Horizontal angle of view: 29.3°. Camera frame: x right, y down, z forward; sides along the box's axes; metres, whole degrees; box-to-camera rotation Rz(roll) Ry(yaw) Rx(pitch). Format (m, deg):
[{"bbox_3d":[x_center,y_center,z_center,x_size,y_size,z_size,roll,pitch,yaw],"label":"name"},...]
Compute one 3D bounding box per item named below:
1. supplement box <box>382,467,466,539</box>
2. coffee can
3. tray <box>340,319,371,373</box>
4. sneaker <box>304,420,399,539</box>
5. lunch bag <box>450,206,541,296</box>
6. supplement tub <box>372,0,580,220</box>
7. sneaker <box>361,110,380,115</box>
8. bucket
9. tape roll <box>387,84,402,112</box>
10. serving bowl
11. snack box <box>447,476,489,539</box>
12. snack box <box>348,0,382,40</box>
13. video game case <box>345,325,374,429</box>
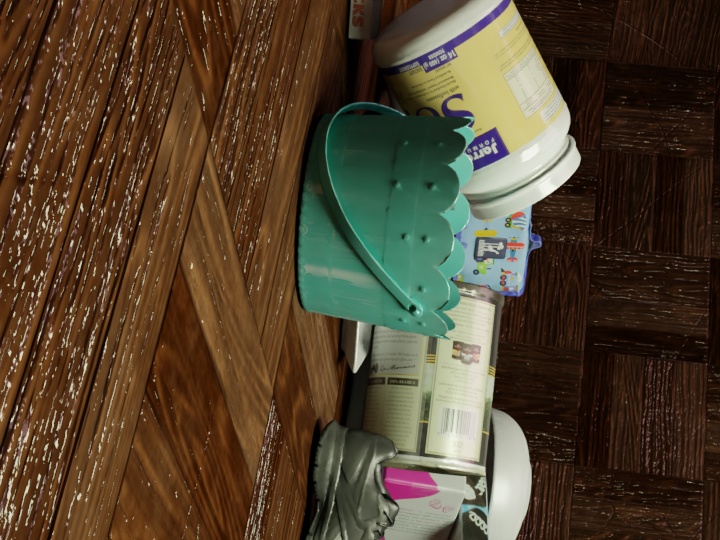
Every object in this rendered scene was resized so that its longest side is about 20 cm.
[{"bbox_3d":[0.063,0.282,1.705,0.201,0.100,0.104,105,-6,-48],"label":"supplement box"},{"bbox_3d":[0.079,0.121,1.540,0.146,0.144,0.203,60,37,-77],"label":"coffee can"},{"bbox_3d":[0.000,0.000,1.478,0.107,0.022,0.203,-52,147,-77],"label":"tray"},{"bbox_3d":[-0.009,0.252,1.349,0.076,0.089,0.203,7,90,-84],"label":"sneaker"},{"bbox_3d":[0.140,-0.046,1.820,0.094,0.197,0.152,-72,165,-59],"label":"lunch bag"},{"bbox_3d":[0.115,-0.166,1.333,0.201,0.144,0.146,59,21,-17],"label":"supplement tub"},{"bbox_3d":[0.042,-0.050,1.390,0.120,0.083,0.203,16,74,-45],"label":"sneaker"},{"bbox_3d":[0.025,-0.045,1.215,0.207,0.133,0.210,6,90,-83],"label":"bucket"},{"bbox_3d":[0.097,-0.165,1.608,0.200,0.065,0.202,-22,90,-77],"label":"tape roll"},{"bbox_3d":[0.178,0.279,1.775,0.200,0.065,0.203,-171,-90,-84],"label":"serving bowl"},{"bbox_3d":[0.129,0.298,1.724,0.201,0.037,0.117,-88,-172,-46],"label":"snack box"},{"bbox_3d":[0.011,-0.323,1.312,0.072,0.024,0.203,-50,145,-75],"label":"snack box"},{"bbox_3d":[0.008,0.162,1.655,0.183,0.023,0.202,78,19,-66],"label":"video game case"}]
